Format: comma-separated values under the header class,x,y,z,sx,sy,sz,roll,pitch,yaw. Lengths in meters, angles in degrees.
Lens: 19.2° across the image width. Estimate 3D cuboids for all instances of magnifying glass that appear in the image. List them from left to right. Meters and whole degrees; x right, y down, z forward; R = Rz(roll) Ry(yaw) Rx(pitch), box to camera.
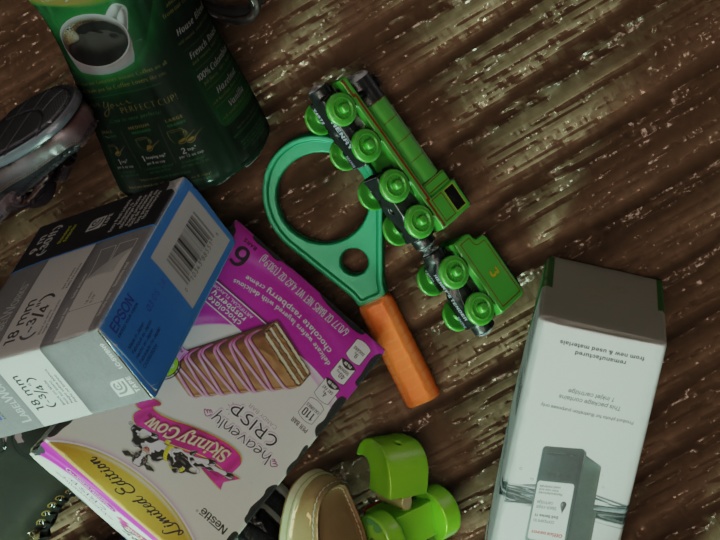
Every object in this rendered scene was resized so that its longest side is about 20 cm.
class,x,y,z,sx,sy,sz,roll,pitch,yaw
magnifying glass,0.000,0.000,1.434,0.080,0.022,0.200,-24,99,13

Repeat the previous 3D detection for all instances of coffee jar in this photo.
class,x,y,z,sx,sy,sz,roll,pitch,yaw
coffee jar,-0.141,-0.149,1.349,0.104,0.085,0.200,-6,121,31

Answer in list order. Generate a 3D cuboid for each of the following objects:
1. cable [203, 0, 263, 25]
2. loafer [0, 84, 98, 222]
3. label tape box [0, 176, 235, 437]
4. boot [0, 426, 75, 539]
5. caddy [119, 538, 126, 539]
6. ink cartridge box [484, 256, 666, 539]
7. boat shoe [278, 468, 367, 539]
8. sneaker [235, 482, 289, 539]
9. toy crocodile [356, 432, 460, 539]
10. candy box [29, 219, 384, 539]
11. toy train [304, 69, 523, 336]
class,x,y,z,sx,sy,sz,roll,pitch,yaw
cable,-0.136,-0.205,1.395,0.200,0.050,0.097,-3,122,21
loafer,-0.223,-0.065,1.391,0.063,0.072,0.200,46,142,-21
label tape box,-0.193,0.031,1.362,0.200,0.144,0.063,-17,123,35
boot,-0.193,0.145,1.478,0.200,0.077,0.138,16,112,16
caddy,-0.142,0.273,1.464,0.105,0.141,0.200,-13,104,14
ink cartridge box,0.136,0.110,1.380,0.083,0.147,0.200,12,107,3
boat shoe,-0.002,0.226,1.408,0.066,0.074,0.200,4,113,38
sneaker,-0.051,0.246,1.458,0.073,0.112,0.200,-26,99,16
toy crocodile,0.032,0.209,1.465,0.062,0.067,0.200,11,117,50
candy box,-0.098,0.085,1.391,0.136,0.061,0.200,41,68,-5
toy train,0.036,-0.047,1.397,0.056,0.042,0.200,-40,102,-29
